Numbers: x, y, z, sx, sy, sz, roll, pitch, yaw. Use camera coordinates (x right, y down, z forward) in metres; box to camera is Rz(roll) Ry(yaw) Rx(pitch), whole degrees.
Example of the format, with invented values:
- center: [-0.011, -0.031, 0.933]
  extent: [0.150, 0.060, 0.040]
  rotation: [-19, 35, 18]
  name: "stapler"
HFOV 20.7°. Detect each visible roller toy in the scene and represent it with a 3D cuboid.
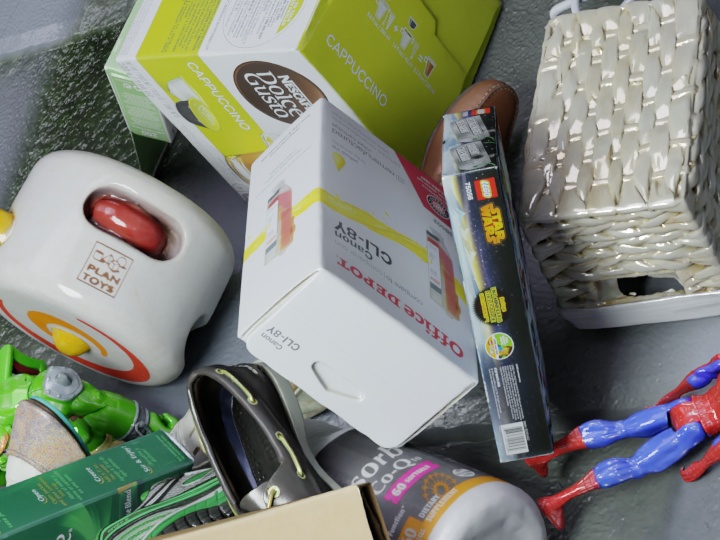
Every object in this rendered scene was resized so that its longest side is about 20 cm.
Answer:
- center: [-0.206, 0.004, 1.575]
  extent: [0.182, 0.200, 0.140]
  rotation: [12, 66, 36]
  name: "roller toy"

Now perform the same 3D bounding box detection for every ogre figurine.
- center: [-0.257, 0.125, 1.572]
  extent: [0.199, 0.120, 0.099]
  rotation: [5, 62, 41]
  name: "ogre figurine"

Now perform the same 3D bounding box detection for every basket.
- center: [0.194, -0.078, 1.361]
  extent: [0.135, 0.124, 0.201]
  rotation: [-7, 54, 25]
  name: "basket"

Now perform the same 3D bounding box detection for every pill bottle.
- center: [0.019, 0.172, 1.321]
  extent: [0.199, 0.116, 0.117]
  rotation: [18, 70, 44]
  name: "pill bottle"

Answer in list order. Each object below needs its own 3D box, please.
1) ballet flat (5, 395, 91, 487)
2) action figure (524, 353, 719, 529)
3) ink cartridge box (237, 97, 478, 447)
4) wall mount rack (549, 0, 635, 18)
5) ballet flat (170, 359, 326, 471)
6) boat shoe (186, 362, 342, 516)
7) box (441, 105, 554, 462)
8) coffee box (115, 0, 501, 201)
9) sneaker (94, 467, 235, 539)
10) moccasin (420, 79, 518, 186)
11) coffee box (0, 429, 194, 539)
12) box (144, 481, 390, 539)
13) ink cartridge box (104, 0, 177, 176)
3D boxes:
- center: [-0.228, 0.169, 1.466]
  extent: [0.068, 0.200, 0.067]
  rotation: [26, 64, 24]
  name: "ballet flat"
- center: [0.206, 0.102, 1.278]
  extent: [0.199, 0.052, 0.066]
  rotation: [-28, 49, 18]
  name: "action figure"
- center: [0.000, 0.000, 1.328]
  extent: [0.083, 0.145, 0.201]
  rotation: [-41, 28, 27]
  name: "ink cartridge box"
- center: [0.230, -0.258, 1.526]
  extent: [0.173, 0.075, 0.201]
  rotation: [-19, 48, 31]
  name: "wall mount rack"
- center: [-0.094, 0.107, 1.500]
  extent: [0.199, 0.062, 0.068]
  rotation: [-35, 43, 12]
  name: "ballet flat"
- center: [-0.055, 0.145, 1.274]
  extent: [0.072, 0.060, 0.202]
  rotation: [-50, 53, 30]
  name: "boat shoe"
- center: [0.091, 0.007, 1.304]
  extent: [0.040, 0.201, 0.137]
  rotation: [-10, 20, 6]
  name: "box"
- center: [-0.037, -0.192, 1.585]
  extent: [0.197, 0.200, 0.201]
  rotation: [2, 59, 38]
  name: "coffee box"
- center: [-0.108, 0.163, 1.400]
  extent: [0.085, 0.079, 0.200]
  rotation: [21, 34, 36]
  name: "sneaker"
- center: [0.077, -0.050, 1.476]
  extent: [0.077, 0.074, 0.202]
  rotation: [8, 64, 42]
  name: "moccasin"
- center: [-0.217, 0.197, 1.409]
  extent: [0.044, 0.199, 0.124]
  rotation: [41, 127, 29]
  name: "coffee box"
- center: [-0.048, 0.230, 1.233]
  extent: [0.199, 0.021, 0.165]
  rotation: [-19, 89, 37]
  name: "box"
- center: [-0.157, -0.174, 1.697]
  extent: [0.048, 0.200, 0.146]
  rotation: [15, 66, 14]
  name: "ink cartridge box"
